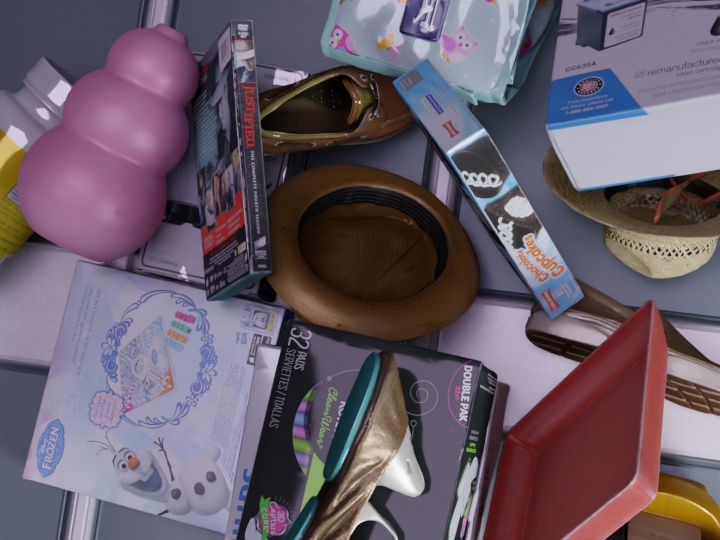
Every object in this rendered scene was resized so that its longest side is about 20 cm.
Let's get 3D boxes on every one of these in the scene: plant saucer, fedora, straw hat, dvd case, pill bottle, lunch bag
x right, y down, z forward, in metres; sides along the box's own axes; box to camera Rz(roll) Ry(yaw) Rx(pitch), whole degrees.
[{"bbox_3d":[0.165,0.146,1.065,0.037,0.200,0.200,32,128,-9],"label":"plant saucer"},{"bbox_3d":[0.000,0.000,1.171,0.200,0.082,0.201,12,47,-13],"label":"fedora"},{"bbox_3d":[0.245,-0.041,1.146,0.200,0.201,0.085,9,125,12],"label":"straw hat"},{"bbox_3d":[-0.107,-0.084,1.142,0.022,0.146,0.201,-3,81,-20],"label":"dvd case"},{"bbox_3d":[-0.317,-0.089,1.258,0.111,0.111,0.200,43,92,13],"label":"pill bottle"},{"bbox_3d":[0.076,-0.234,1.166,0.170,0.122,0.200,18,61,14],"label":"lunch bag"}]

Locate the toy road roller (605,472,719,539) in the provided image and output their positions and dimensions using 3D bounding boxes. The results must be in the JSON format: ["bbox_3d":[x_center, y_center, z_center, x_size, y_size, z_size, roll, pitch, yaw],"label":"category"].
[{"bbox_3d":[0.222,0.246,1.115,0.123,0.146,0.200,13,122,6],"label":"toy road roller"}]

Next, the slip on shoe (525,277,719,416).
[{"bbox_3d":[0.236,0.061,1.152,0.200,0.076,0.061,19,71,18],"label":"slip on shoe"}]

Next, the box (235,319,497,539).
[{"bbox_3d":[0.005,0.153,1.028,0.148,0.124,0.201,11,83,13],"label":"box"}]

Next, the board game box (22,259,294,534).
[{"bbox_3d":[-0.176,0.109,1.239,0.198,0.043,0.201,13,86,12],"label":"board game box"}]

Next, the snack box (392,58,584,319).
[{"bbox_3d":[0.102,-0.062,1.110,0.037,0.200,0.116,-34,39,3],"label":"snack box"}]

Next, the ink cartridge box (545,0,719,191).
[{"bbox_3d":[0.230,-0.171,1.087,0.146,0.086,0.200,-8,52,26],"label":"ink cartridge box"}]

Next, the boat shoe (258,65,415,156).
[{"bbox_3d":[-0.008,-0.137,1.186,0.200,0.068,0.072,-22,98,-19],"label":"boat shoe"}]

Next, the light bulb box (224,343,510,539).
[{"bbox_3d":[0.006,0.171,1.153,0.199,0.125,0.199,8,85,11],"label":"light bulb box"}]

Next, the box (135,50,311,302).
[{"bbox_3d":[-0.114,-0.082,1.242,0.116,0.060,0.201,11,85,12],"label":"box"}]

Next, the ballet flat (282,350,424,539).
[{"bbox_3d":[-0.002,0.154,0.938,0.072,0.068,0.200,26,87,-8],"label":"ballet flat"}]

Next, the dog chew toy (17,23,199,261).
[{"bbox_3d":[-0.201,-0.111,1.174,0.124,0.125,0.200,27,93,13],"label":"dog chew toy"}]
